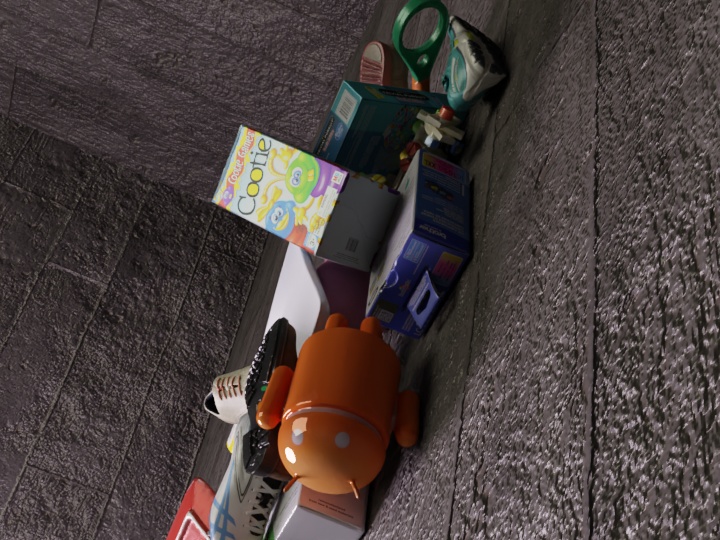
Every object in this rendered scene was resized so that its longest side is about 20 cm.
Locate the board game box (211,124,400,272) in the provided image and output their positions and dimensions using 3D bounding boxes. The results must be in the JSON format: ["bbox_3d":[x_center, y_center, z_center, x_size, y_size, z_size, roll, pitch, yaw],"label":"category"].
[{"bbox_3d":[-0.068,-0.089,1.217,0.198,0.104,0.105,26,96,39],"label":"board game box"}]

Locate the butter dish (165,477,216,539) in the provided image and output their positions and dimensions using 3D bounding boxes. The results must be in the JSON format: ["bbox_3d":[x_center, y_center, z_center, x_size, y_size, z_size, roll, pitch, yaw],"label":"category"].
[{"bbox_3d":[-0.166,0.408,1.360,0.199,0.146,0.202,39,111,36],"label":"butter dish"}]

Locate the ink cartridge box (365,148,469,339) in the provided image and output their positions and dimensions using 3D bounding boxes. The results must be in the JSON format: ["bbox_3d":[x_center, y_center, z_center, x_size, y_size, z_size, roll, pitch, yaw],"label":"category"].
[{"bbox_3d":[0.066,-0.022,1.157,0.201,0.075,0.138,-79,13,-52],"label":"ink cartridge box"}]

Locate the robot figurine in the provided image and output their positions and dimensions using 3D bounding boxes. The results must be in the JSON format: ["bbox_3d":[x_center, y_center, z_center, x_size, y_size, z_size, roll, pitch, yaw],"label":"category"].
[{"bbox_3d":[-0.019,0.141,1.041,0.116,0.143,0.202,-39,28,44],"label":"robot figurine"}]

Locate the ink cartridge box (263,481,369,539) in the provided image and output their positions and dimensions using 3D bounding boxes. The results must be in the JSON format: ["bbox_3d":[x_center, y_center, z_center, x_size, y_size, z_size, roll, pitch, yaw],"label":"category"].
[{"bbox_3d":[-0.049,0.251,1.180,0.201,0.083,0.147,-81,16,-53],"label":"ink cartridge box"}]

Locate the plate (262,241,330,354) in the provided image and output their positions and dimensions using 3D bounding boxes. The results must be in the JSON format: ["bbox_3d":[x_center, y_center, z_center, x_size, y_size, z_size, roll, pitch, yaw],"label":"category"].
[{"bbox_3d":[-0.080,0.081,1.262,0.201,0.032,0.203,-115,39,-60],"label":"plate"}]

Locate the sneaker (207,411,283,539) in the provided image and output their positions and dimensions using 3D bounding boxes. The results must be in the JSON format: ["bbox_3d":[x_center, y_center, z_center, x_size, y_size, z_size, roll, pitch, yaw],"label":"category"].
[{"bbox_3d":[-0.120,0.250,1.143,0.072,0.071,0.203,-14,57,41],"label":"sneaker"}]

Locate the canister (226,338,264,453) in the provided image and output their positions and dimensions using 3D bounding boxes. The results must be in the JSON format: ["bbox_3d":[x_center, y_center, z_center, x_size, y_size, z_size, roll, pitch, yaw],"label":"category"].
[{"bbox_3d":[-0.132,0.202,1.642,0.148,0.086,0.203,-24,-40,-62],"label":"canister"}]

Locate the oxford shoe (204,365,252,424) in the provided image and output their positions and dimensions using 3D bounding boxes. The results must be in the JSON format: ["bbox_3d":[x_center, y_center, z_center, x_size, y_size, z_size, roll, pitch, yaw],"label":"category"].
[{"bbox_3d":[-0.144,0.155,1.252,0.200,0.073,0.072,132,143,-58],"label":"oxford shoe"}]

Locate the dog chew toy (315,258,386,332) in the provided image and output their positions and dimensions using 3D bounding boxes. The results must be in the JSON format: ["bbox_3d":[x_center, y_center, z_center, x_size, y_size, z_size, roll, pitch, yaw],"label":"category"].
[{"bbox_3d":[0.000,0.000,1.354,0.203,0.123,0.125,-68,9,-23],"label":"dog chew toy"}]

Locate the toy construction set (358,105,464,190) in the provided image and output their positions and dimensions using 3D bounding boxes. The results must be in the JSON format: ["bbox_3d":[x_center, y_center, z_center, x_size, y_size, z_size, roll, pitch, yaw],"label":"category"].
[{"bbox_3d":[0.065,-0.136,1.287,0.201,0.130,0.093,-51,58,32],"label":"toy construction set"}]

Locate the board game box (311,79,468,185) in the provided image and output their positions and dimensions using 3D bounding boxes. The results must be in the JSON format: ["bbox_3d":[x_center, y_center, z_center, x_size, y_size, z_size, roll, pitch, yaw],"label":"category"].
[{"bbox_3d":[0.032,-0.165,1.337,0.047,0.198,0.152,48,124,34],"label":"board game box"}]

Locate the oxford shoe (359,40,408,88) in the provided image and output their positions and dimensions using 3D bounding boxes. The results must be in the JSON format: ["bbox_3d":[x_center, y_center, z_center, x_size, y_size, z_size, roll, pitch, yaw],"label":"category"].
[{"bbox_3d":[0.040,-0.216,1.424,0.070,0.074,0.204,21,109,49],"label":"oxford shoe"}]

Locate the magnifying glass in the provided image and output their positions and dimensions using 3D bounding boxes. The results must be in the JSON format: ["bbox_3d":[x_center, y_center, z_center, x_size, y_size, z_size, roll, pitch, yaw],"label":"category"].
[{"bbox_3d":[0.079,-0.272,1.324,0.022,0.079,0.202,49,158,35],"label":"magnifying glass"}]

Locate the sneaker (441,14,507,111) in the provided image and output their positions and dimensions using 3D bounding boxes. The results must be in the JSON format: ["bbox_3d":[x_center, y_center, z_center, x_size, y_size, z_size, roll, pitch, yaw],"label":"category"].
[{"bbox_3d":[0.131,-0.266,1.292,0.080,0.077,0.201,-51,16,26],"label":"sneaker"}]

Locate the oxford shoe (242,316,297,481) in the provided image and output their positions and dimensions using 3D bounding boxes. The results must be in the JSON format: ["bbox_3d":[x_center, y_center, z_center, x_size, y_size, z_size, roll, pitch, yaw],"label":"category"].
[{"bbox_3d":[-0.082,0.145,1.128,0.073,0.083,0.203,-44,36,42],"label":"oxford shoe"}]
